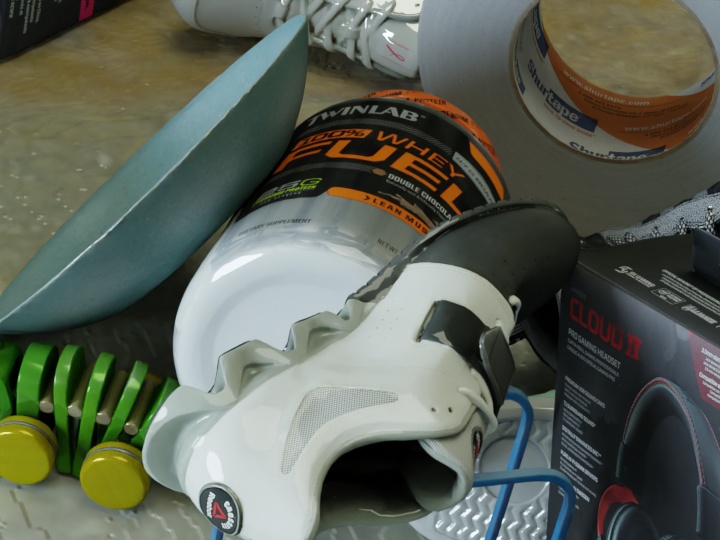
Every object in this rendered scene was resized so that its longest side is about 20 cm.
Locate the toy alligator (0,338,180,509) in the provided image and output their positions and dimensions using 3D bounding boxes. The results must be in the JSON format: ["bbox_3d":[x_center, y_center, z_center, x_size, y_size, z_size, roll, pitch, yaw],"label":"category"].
[{"bbox_3d":[-0.143,0.051,1.049,0.199,0.054,0.059,15,37,2],"label":"toy alligator"}]

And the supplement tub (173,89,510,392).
[{"bbox_3d":[0.000,0.000,1.089,0.122,0.123,0.200,18,28,5],"label":"supplement tub"}]

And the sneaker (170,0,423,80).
[{"bbox_3d":[-0.001,-0.145,1.323,0.199,0.078,0.100,-5,45,-22],"label":"sneaker"}]

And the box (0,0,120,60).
[{"bbox_3d":[-0.164,-0.215,1.332,0.122,0.106,0.200,33,41,22],"label":"box"}]

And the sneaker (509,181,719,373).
[{"bbox_3d":[0.141,0.000,1.094,0.113,0.200,0.076,-11,76,-37],"label":"sneaker"}]

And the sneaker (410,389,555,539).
[{"bbox_3d":[0.114,0.081,1.097,0.199,0.074,0.118,-7,6,2],"label":"sneaker"}]

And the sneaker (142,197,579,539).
[{"bbox_3d":[0.024,0.047,0.898,0.200,0.074,0.088,-33,57,-31],"label":"sneaker"}]

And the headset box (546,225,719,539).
[{"bbox_3d":[0.139,0.084,0.946,0.075,0.201,0.149,-7,22,-25],"label":"headset box"}]

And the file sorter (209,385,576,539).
[{"bbox_3d":[0.030,0.154,0.920,0.138,0.123,0.200,-4,42,-21],"label":"file sorter"}]

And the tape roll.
[{"bbox_3d":[0.131,-0.115,1.221,0.199,0.201,0.066,19,38,6],"label":"tape roll"}]

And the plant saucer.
[{"bbox_3d":[-0.085,-0.031,1.089,0.039,0.201,0.201,47,39,-10],"label":"plant saucer"}]
